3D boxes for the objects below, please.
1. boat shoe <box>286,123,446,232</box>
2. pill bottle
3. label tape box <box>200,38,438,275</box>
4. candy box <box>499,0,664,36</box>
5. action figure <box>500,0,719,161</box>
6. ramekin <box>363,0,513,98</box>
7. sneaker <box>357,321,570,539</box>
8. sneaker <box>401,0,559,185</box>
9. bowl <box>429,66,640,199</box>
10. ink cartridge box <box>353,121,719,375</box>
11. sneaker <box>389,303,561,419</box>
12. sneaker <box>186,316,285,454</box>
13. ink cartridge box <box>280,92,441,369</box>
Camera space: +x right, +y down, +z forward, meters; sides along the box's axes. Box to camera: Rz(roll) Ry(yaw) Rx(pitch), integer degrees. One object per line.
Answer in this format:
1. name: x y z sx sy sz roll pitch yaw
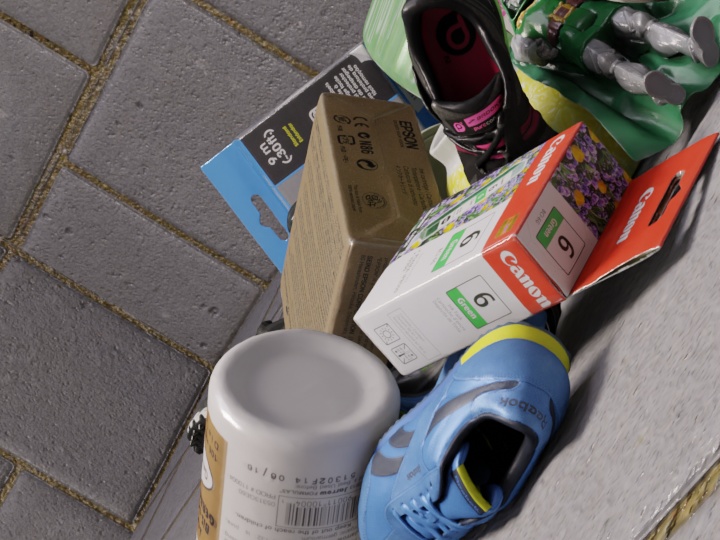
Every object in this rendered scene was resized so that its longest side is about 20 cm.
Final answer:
1. boat shoe: 0.029 -0.065 1.510 0.198 0.075 0.066 -32 22 -24
2. pill bottle: -0.042 0.147 1.201 0.115 0.113 0.202 -67 -13 -56
3. label tape box: -0.024 -0.076 1.612 0.199 0.145 0.063 -35 7 21
4. candy box: 0.130 -0.237 1.430 0.072 0.199 0.168 -56 6 35
5. action figure: 0.141 -0.142 1.194 0.118 0.055 0.200 -47 31 -7
6. ramekin: 0.098 -0.187 1.535 0.200 0.198 0.098 -71 6 -66
7. sneaker: 0.046 0.113 1.066 0.201 0.066 0.079 -55 11 41
8. sneaker: 0.075 -0.084 1.174 0.076 0.201 0.084 -30 2 25
9. bowl: 0.110 -0.083 1.298 0.201 0.107 0.200 -59 5 8
10. ink cartridge box: 0.094 -0.023 1.083 0.199 0.050 0.109 -30 19 44
11. sneaker: 0.065 0.062 1.188 0.083 0.071 0.200 -55 8 -30
12. sneaker: -0.072 0.089 1.535 0.200 0.066 0.091 -47 11 54
13. ink cartridge box: 0.000 0.000 1.337 0.201 0.074 0.166 -102 21 -56
